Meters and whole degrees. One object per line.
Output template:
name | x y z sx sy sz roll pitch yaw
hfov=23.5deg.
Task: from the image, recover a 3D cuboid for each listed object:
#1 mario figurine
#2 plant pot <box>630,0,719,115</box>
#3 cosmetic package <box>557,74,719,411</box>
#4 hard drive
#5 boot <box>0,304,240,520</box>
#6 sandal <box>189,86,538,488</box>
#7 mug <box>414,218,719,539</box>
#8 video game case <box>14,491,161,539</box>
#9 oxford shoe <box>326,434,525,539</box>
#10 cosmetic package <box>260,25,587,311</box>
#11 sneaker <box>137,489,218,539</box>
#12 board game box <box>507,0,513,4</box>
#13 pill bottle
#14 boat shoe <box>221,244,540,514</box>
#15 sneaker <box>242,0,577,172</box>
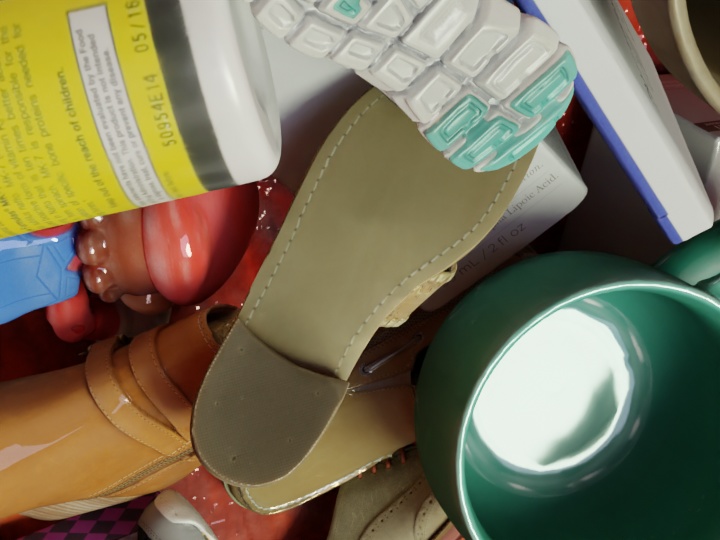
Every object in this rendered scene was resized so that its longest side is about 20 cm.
mario figurine | -0.143 -0.018 0.752 0.199 0.106 0.123 -13 166 -11
plant pot | 0.164 -0.174 0.712 0.199 0.174 0.201 -14 124 -22
cosmetic package | 0.162 0.002 0.896 0.107 0.090 0.201 -6 118 -40
hard drive | 0.086 -0.119 0.731 0.025 0.132 0.200 -27 130 15
boot | -0.124 0.058 0.735 0.154 0.074 0.200 -26 166 25
sandal | -0.005 -0.003 0.729 0.078 0.070 0.212 35 79 -4
mug | 0.116 0.063 0.795 0.184 0.114 0.153 -16 103 -10
video game case | -0.176 0.219 0.863 0.199 0.036 0.182 -20 126 -28
oxford shoe | 0.027 0.115 0.899 0.200 0.075 0.070 -52 168 13
cosmetic package | 0.002 -0.079 0.763 0.102 0.074 0.200 -38 129 16
sneaker | -0.095 0.195 0.836 0.077 0.078 0.201 -16 125 -28
board game box | 0.066 -0.223 0.758 0.200 0.026 0.200 -42 128 0
pill bottle | -0.137 -0.068 0.635 0.199 0.114 0.115 -13 126 4
boat shoe | 0.018 0.059 0.866 0.200 0.076 0.072 -41 129 0
sneaker | -0.005 -0.113 0.628 0.078 0.091 0.200 -43 133 3
